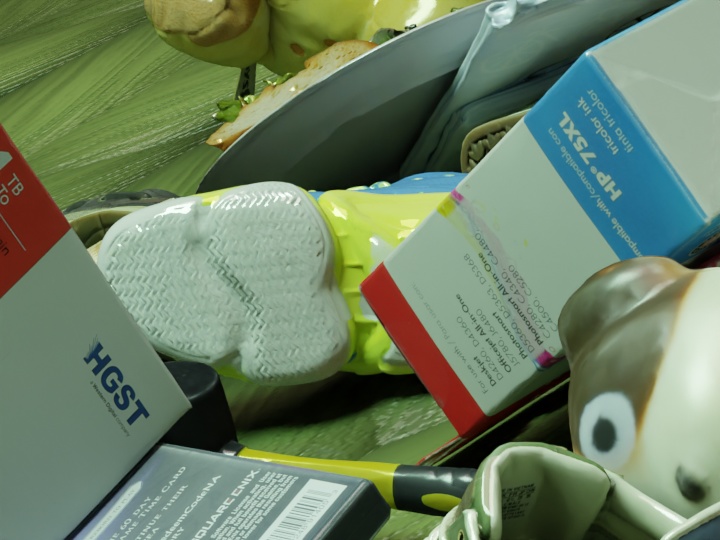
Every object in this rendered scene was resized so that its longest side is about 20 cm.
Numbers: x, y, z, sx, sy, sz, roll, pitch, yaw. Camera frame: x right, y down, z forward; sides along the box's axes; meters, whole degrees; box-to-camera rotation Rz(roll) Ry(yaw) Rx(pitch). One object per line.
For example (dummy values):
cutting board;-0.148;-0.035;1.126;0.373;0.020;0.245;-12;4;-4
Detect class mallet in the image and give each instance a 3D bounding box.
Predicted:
mallet;0.008;0.079;0.927;0.199;0.066;0.041;11;29;25

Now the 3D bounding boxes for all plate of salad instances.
plate of salad;0.012;-0.079;1.244;0.199;0.048;0.200;-26;-13;-6

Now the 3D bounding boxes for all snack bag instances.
snack bag;0.120;-0.096;1.218;0.188;0.021;0.200;-19;-14;-16

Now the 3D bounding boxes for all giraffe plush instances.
giraffe plush;0.006;-0.135;1.381;0.162;0.201;0.172;18;38;30

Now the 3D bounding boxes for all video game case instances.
video game case;-0.099;0.107;0.871;0.199;0.019;0.143;4;45;50

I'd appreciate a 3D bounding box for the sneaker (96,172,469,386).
sneaker;0.000;0.000;1.089;0.199;0.076;0.105;3;10;-1

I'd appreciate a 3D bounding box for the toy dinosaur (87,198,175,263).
toy dinosaur;-0.167;0.027;1.090;0.199;0.058;0.101;-31;37;-22

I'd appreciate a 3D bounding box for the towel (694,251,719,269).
towel;0.168;-0.023;0.941;0.144;0.023;0.200;-36;-10;25

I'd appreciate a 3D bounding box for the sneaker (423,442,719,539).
sneaker;0.049;0.085;0.771;0.067;0.090;0.200;-27;20;-29

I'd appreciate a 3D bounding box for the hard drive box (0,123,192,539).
hard drive box;-0.174;0.048;0.859;0.200;0.156;0.077;-47;31;-24

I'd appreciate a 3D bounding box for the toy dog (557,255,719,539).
toy dog;0.154;0.023;0.799;0.199;0.140;0.194;-19;18;-6

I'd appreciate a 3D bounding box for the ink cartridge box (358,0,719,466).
ink cartridge box;0.080;-0.016;0.941;0.116;0.067;0.200;-29;-10;-38

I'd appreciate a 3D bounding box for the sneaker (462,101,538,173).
sneaker;0.134;-0.058;1.121;0.090;0.067;0.200;-23;9;-37

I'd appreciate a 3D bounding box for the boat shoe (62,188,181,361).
boat shoe;-0.089;-0.005;1.189;0.200;0.072;0.066;-3;26;46
